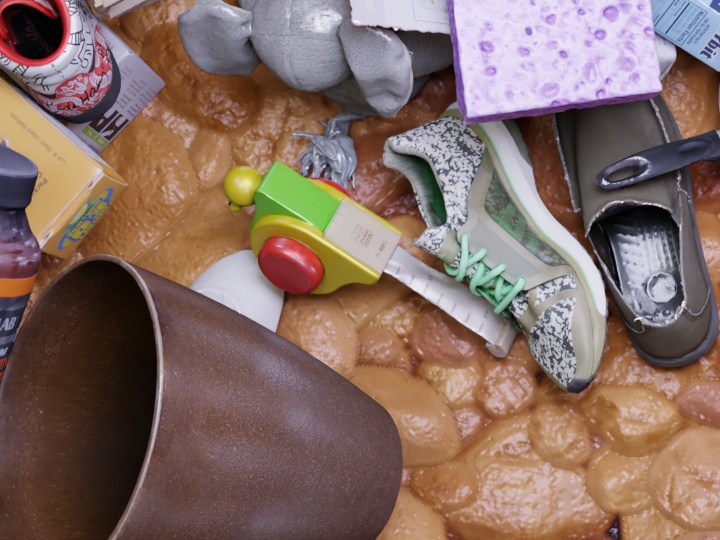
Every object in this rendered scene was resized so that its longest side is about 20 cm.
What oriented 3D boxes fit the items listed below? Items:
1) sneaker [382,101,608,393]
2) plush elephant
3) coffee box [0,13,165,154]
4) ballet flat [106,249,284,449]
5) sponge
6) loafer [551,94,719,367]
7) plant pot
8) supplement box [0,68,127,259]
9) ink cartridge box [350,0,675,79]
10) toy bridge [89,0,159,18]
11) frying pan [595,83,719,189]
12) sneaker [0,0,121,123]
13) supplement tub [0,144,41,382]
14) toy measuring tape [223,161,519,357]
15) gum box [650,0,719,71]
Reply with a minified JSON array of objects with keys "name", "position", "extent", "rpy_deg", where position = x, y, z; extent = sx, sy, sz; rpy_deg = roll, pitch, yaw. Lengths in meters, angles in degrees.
[{"name":"sneaker","position":[0.072,-0.009,1.439],"extent":[0.088,0.077,0.200],"rpy_deg":[-15,65,-30]},{"name":"plush elephant","position":[-0.015,-0.157,1.459],"extent":[0.164,0.155,0.200],"rpy_deg":[11,82,15]},{"name":"coffee box","position":[-0.238,-0.092,1.537],"extent":[0.114,0.080,0.200],"rpy_deg":[44,91,16]},{"name":"ballet flat","position":[-0.119,0.069,1.488],"extent":[0.069,0.069,0.200],"rpy_deg":[39,89,17]},{"name":"sponge","position":[0.099,-0.186,1.342],"extent":[0.111,0.030,0.201],"rpy_deg":[-7,87,-5]},{"name":"loafer","position":[0.163,-0.044,1.442],"extent":[0.075,0.070,0.200],"rpy_deg":[-21,75,8]},{"name":"plant pot","position":[-0.082,0.104,1.398],"extent":[0.187,0.200,0.187],"rpy_deg":[-25,58,48]},{"name":"supplement box","position":[-0.236,-0.094,1.462],"extent":[0.200,0.069,0.067],"rpy_deg":[42,91,13]},{"name":"ink cartridge box","position":[0.076,-0.188,1.426],"extent":[0.200,0.050,0.161],"rpy_deg":[3,61,-18]},{"name":"toy bridge","position":[-0.130,-0.175,1.471],"extent":[0.067,0.200,0.027],"rpy_deg":[-25,93,18]},{"name":"frying pan","position":[0.240,-0.071,1.428],"extent":[0.190,0.031,0.115],"rpy_deg":[-42,77,-14]},{"name":"sneaker","position":[-0.213,-0.186,1.452],"extent":[0.067,0.108,0.202],"rpy_deg":[-31,75,2]},{"name":"supplement tub","position":[-0.246,0.024,1.381],"extent":[0.107,0.107,0.200],"rpy_deg":[24,104,16]},{"name":"toy measuring tape","position":[0.000,0.000,1.484],"extent":[0.200,0.074,0.074],"rpy_deg":[33,88,-4]},{"name":"gum box","position":[0.164,-0.235,1.423],"extent":[0.200,0.045,0.170],"rpy_deg":[33,56,-2]}]
